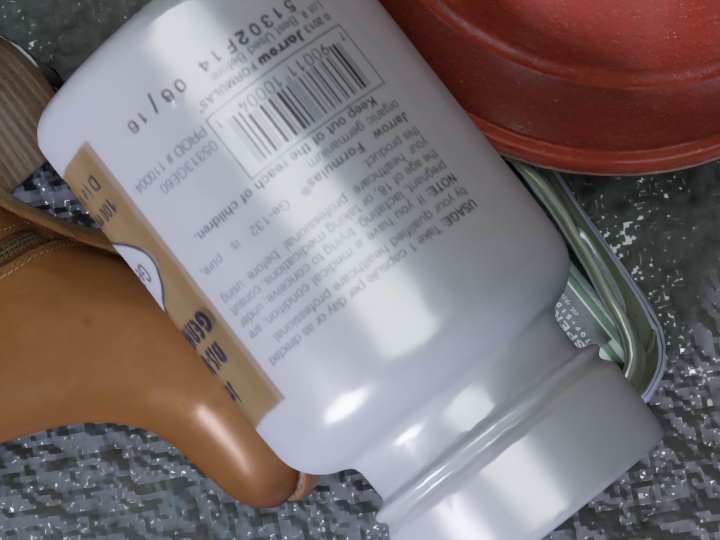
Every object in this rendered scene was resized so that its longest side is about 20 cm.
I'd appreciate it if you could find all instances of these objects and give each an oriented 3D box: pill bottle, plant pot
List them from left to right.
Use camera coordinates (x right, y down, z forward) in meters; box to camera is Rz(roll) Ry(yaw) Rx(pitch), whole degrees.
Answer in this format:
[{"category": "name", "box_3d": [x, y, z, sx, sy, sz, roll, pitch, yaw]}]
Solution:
[{"category": "pill bottle", "box_3d": [0.000, 0.000, 0.937, 0.114, 0.114, 0.200, -38, 86, 0]}, {"category": "plant pot", "box_3d": [0.088, -0.160, 0.932, 0.200, 0.195, 0.201, 2, 68, -4]}]

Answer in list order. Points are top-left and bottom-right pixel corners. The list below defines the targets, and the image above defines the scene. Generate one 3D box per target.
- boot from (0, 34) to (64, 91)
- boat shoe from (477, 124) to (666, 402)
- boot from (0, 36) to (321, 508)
[{"category": "boot", "box_3d": [-0.168, -0.009, 1.030, 0.174, 0.069, 0.200, -40, 90, -8]}, {"category": "boat shoe", "box_3d": [0.034, -0.034, 1.016, 0.072, 0.062, 0.200, -43, 83, -1]}, {"category": "boot", "box_3d": [-0.118, 0.037, 0.973, 0.155, 0.077, 0.200, -45, 105, -29]}]
